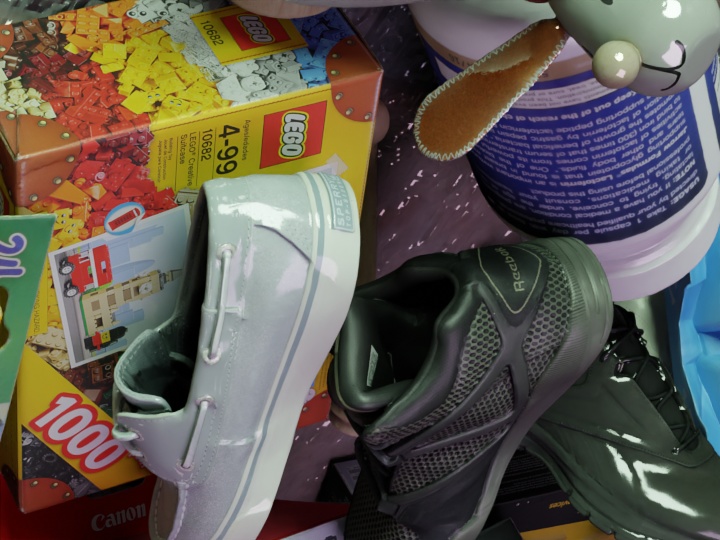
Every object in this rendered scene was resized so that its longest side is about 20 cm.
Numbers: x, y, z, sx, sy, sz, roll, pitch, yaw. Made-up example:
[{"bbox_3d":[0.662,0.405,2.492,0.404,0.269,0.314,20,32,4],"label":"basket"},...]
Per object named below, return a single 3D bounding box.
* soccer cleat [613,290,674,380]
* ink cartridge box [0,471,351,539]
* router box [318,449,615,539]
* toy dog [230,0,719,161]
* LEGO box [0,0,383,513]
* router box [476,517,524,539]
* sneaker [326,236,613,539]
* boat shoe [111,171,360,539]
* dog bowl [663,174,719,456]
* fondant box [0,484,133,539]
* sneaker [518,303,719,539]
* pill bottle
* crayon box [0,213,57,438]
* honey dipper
[{"bbox_3d":[0.173,0.102,1.048,0.069,0.077,0.202,-11,103,-31],"label":"soccer cleat"},{"bbox_3d":[-0.078,0.165,0.870,0.199,0.083,0.177,-12,99,-52],"label":"ink cartridge box"},{"bbox_3d":[0.057,0.164,1.107,0.199,0.052,0.158,-8,136,-31],"label":"router box"},{"bbox_3d":[0.015,-0.106,0.668,0.096,0.199,0.133,-45,131,-40],"label":"toy dog"},{"bbox_3d":[-0.082,-0.011,0.786,0.148,0.077,0.201,-16,140,-23],"label":"LEGO box"},{"bbox_3d":[0.017,0.231,1.062,0.199,0.051,0.150,-28,143,-5],"label":"router box"},{"bbox_3d":[0.015,0.063,0.825,0.113,0.077,0.200,1,138,-31],"label":"sneaker"},{"bbox_3d":[-0.061,0.041,0.748,0.071,0.070,0.202,7,130,-20],"label":"boat shoe"},{"bbox_3d":[0.209,0.032,0.994,0.111,0.050,0.202,-10,97,-20],"label":"dog bowl"},{"bbox_3d":[-0.174,0.162,0.924,0.144,0.058,0.199,-46,141,15],"label":"fondant box"},{"bbox_3d":[0.121,0.066,0.942,0.091,0.199,0.076,-64,165,21],"label":"sneaker"},{"bbox_3d":[0.093,-0.079,0.813,0.115,0.116,0.200,-31,143,-4],"label":"pill bottle"},{"bbox_3d":[-0.203,0.046,0.663,0.198,0.052,0.126,-4,136,-28],"label":"crayon box"},{"bbox_3d":[0.000,0.000,0.898,0.038,0.038,0.201,-20,139,-18],"label":"honey dipper"}]
